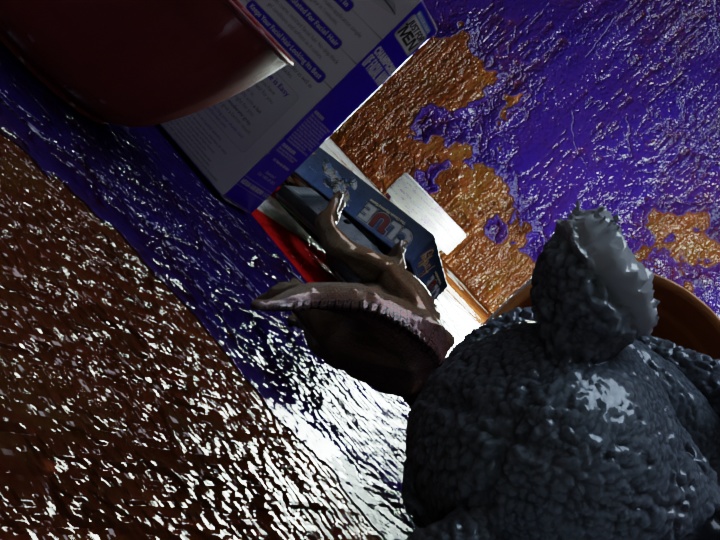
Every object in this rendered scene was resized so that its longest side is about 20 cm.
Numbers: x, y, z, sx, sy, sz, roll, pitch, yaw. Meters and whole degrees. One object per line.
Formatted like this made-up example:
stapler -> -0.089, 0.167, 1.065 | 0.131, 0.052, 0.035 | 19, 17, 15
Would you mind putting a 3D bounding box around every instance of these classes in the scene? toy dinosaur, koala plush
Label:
toy dinosaur -> 0.023, 0.041, 0.548 | 0.136, 0.086, 0.200 | 46, 2, 24
koala plush -> 0.076, 0.076, 0.394 | 0.184, 0.178, 0.200 | 29, -2, 27

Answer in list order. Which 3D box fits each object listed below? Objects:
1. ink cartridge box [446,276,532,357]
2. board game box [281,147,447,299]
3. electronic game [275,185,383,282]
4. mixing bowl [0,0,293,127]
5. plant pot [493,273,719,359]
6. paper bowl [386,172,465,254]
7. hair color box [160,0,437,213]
ink cartridge box -> 0.179, 0.115, 0.905 | 0.200, 0.146, 0.084 | 47, 8, 15
board game box -> -0.008, -0.055, 0.981 | 0.200, 0.035, 0.136 | 39, -9, 21
electronic game -> 0.000, 0.000, 0.899 | 0.200, 0.042, 0.200 | 45, -2, 2
mixing bowl -> -0.144, -0.156, 0.597 | 0.200, 0.108, 0.200 | 46, 7, -7
plant pot -> 0.173, 0.111, 0.773 | 0.200, 0.200, 0.140 | 48, -11, 14
paper bowl -> 0.134, -0.116, 2.322 | 0.201, 0.104, 0.201 | 46, 7, -7
hair color box -> -0.053, -0.153, 0.769 | 0.109, 0.200, 0.065 | 48, 7, 18
